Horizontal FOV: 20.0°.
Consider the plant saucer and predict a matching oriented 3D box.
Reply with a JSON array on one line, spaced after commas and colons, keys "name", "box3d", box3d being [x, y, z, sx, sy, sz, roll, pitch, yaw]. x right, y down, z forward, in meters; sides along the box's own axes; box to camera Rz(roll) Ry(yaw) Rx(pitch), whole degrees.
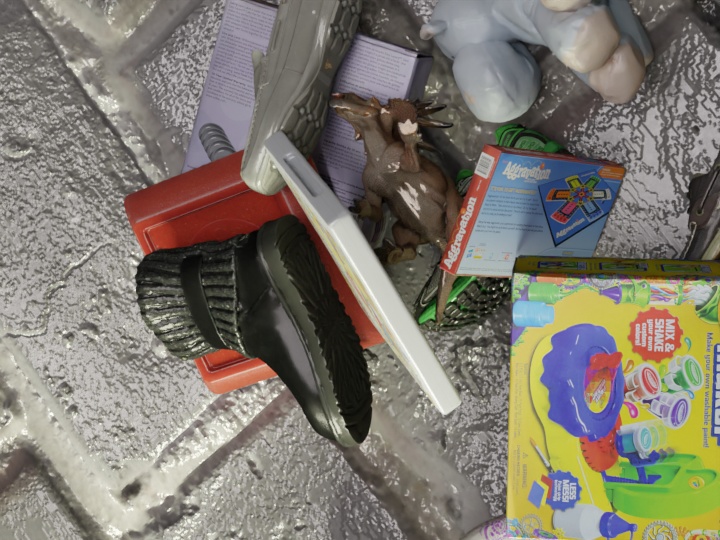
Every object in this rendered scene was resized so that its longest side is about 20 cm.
[{"name": "plant saucer", "box3d": [-0.099, 0.003, 1.778, 0.199, 0.037, 0.201, -19, 102, 29]}]

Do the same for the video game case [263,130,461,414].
[{"name": "video game case", "box3d": [0.000, 0.000, 1.622, 0.023, 0.182, 0.201, -33, 120, -3]}]

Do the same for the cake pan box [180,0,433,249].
[{"name": "cake pan box", "box3d": [-0.047, -0.126, 1.775, 0.198, 0.052, 0.186, 18, 104, 19]}]

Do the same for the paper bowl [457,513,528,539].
[{"name": "paper bowl", "box3d": [0.146, 0.300, 1.691, 0.198, 0.104, 0.203, 0, 83, -1]}]

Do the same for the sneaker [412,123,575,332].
[{"name": "sneaker", "box3d": [0.105, -0.033, 1.721, 0.085, 0.078, 0.201, 43, 108, 30]}]

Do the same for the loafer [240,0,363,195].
[{"name": "loafer", "box3d": [-0.060, -0.160, 1.705, 0.069, 0.070, 0.202, 15, 77, 28]}]

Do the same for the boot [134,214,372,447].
[{"name": "boot", "box3d": [-0.089, 0.063, 1.730, 0.157, 0.079, 0.213, -19, 97, 27]}]

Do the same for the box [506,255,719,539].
[{"name": "box", "box3d": [0.209, 0.096, 1.559, 0.190, 0.122, 0.202, 1, 97, 6]}]

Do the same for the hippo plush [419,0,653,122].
[{"name": "hippo plush", "box3d": [0.126, -0.206, 1.641, 0.160, 0.159, 0.202, -23, 87, 21]}]

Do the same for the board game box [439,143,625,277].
[{"name": "board game box", "box3d": [0.140, -0.044, 1.631, 0.019, 0.199, 0.104, 29, 105, 33]}]

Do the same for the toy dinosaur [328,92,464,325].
[{"name": "toy dinosaur", "box3d": [0.049, -0.065, 1.664, 0.085, 0.136, 0.201, -25, 99, 19]}]

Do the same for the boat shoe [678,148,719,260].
[{"name": "boat shoe", "box3d": [0.296, -0.059, 1.643, 0.065, 0.073, 0.201, 35, 103, 26]}]
